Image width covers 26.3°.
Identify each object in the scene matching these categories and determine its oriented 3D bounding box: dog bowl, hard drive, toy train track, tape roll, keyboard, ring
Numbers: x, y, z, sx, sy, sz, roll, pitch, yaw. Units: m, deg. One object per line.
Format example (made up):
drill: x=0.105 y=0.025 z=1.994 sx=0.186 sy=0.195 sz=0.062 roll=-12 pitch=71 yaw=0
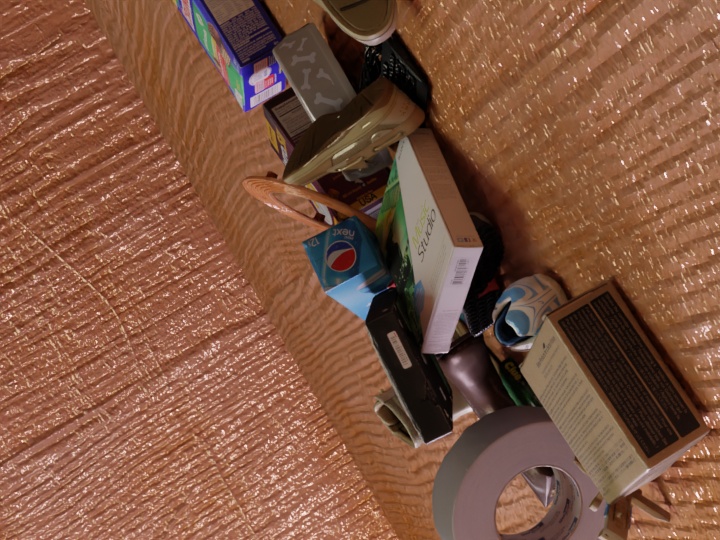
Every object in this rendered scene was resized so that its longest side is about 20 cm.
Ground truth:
dog bowl: x=-0.034 y=-0.191 z=1.770 sx=0.201 sy=0.059 sz=0.200 roll=59 pitch=-179 yaw=-1
hard drive: x=0.052 y=0.095 z=1.620 sx=0.140 sy=0.038 sz=0.200 roll=63 pitch=-173 yaw=-6
toy train track: x=0.252 y=0.241 z=1.539 sx=0.114 sy=0.033 sz=0.200 roll=32 pitch=-166 yaw=5
tape roll: x=0.181 y=0.252 z=1.682 sx=0.201 sy=0.200 sz=0.066 roll=63 pitch=169 yaw=-19
keyboard: x=0.029 y=-0.185 z=1.649 sx=0.104 sy=0.040 sz=0.200 roll=56 pitch=168 yaw=17
ring: x=-0.042 y=-0.071 z=1.792 sx=0.200 sy=0.019 sz=0.200 roll=22 pitch=171 yaw=4

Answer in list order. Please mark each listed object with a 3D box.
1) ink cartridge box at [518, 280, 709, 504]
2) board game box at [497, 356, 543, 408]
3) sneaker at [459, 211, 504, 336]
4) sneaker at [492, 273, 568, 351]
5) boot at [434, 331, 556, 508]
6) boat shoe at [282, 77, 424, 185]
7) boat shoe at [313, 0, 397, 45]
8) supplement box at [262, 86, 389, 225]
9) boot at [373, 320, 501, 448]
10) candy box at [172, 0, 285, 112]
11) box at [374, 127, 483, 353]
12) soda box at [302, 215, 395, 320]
ink cartridge box: x=0.231 y=0.118 z=1.431 sx=0.165 sy=0.075 sz=0.200 roll=58 pitch=171 yaw=14
board game box: x=0.215 y=0.198 z=1.861 sx=0.105 sy=0.023 sz=0.200 roll=52 pitch=167 yaw=39
sneaker: x=0.106 y=-0.010 z=1.672 sx=0.093 sy=0.070 sz=0.200 roll=46 pitch=167 yaw=30
sneaker: x=0.161 y=0.052 z=1.587 sx=0.072 sy=0.072 sz=0.200 roll=56 pitch=170 yaw=9
boot: x=0.168 y=0.172 z=1.760 sx=0.200 sy=0.064 sz=0.186 roll=58 pitch=-174 yaw=20
boat shoe: x=-0.012 y=-0.132 z=1.639 sx=0.064 sy=0.072 sz=0.200 roll=32 pitch=145 yaw=-23
boat shoe: x=-0.017 y=-0.290 z=1.513 sx=0.200 sy=0.074 sz=0.068 roll=62 pitch=178 yaw=29
supplement box: x=-0.036 y=-0.134 z=1.957 sx=0.200 sy=0.085 sz=0.110 roll=55 pitch=169 yaw=24
boot: x=0.079 y=0.132 z=1.952 sx=0.200 sy=0.154 sz=0.072 roll=46 pitch=163 yaw=50
candy box: x=-0.182 y=-0.341 z=2.099 sx=0.200 sy=0.077 sz=0.169 roll=59 pitch=170 yaw=12
box: x=0.067 y=-0.033 z=1.601 sx=0.200 sy=0.036 sz=0.145 roll=-108 pitch=26 yaw=-47
soda box: x=0.000 y=0.000 z=1.720 sx=0.064 sy=0.068 sz=0.200 roll=65 pitch=-173 yaw=15
